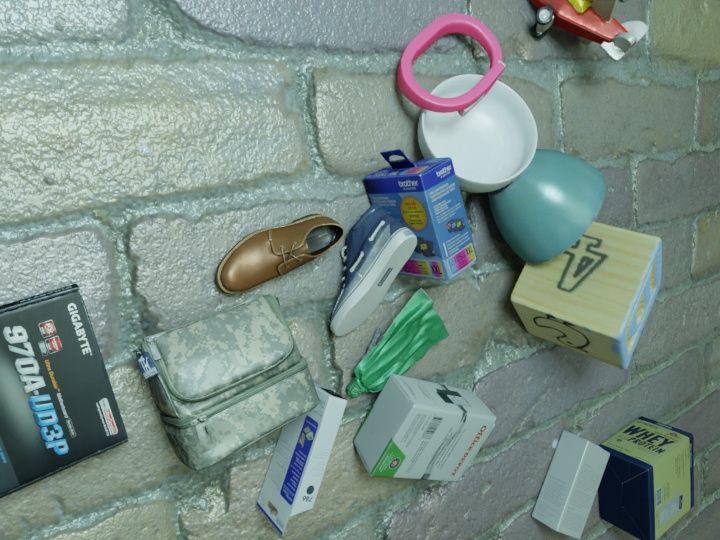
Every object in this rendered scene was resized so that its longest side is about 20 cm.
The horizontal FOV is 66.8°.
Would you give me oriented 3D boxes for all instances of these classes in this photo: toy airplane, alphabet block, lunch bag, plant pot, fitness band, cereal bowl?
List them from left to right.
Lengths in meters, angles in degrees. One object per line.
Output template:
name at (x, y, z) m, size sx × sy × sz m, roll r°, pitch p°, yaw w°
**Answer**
lunch bag at (-0.174, 0.136, 0.713) m, size 0.198 × 0.139 × 0.170 m, roll -22°, pitch 92°, yaw -30°
fitness band at (0.146, -0.330, 0.874) m, size 0.143 × 0.037 × 0.200 m, roll 41°, pitch 69°, yaw 5°
cereal bowl at (0.185, -0.216, 0.906) m, size 0.196 × 0.083 × 0.203 m, roll 3°, pitch 71°, yaw -8°
plant pot at (0.305, -0.135, 0.965) m, size 0.134 × 0.200 × 0.202 m, roll 33°, pitch 78°, yaw -17°
alphabet block at (0.424, 0.036, 1.020) m, size 0.198 × 0.198 × 0.195 m, roll -60°, pitch 143°, yaw -12°
toy airplane at (0.425, -0.471, 0.984) m, size 0.197 × 0.200 × 0.143 m, roll 21°, pitch 97°, yaw -34°

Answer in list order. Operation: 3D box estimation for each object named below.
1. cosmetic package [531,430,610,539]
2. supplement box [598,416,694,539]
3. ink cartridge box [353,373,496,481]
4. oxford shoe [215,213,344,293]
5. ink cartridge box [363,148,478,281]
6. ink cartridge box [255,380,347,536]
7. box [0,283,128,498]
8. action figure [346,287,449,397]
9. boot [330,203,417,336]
cosmetic package at (0.469, 0.475, 1.215) m, size 0.101 × 0.071 × 0.202 m, roll 31°, pitch 79°, yaw -32°
supplement box at (0.696, 0.503, 1.332) m, size 0.197 × 0.134 × 0.203 m, roll -16°, pitch 105°, yaw -31°
ink cartridge box at (0.110, 0.269, 0.919) m, size 0.198 × 0.083 × 0.148 m, roll 19°, pitch 107°, yaw -34°
oxford shoe at (-0.110, -0.027, 0.767) m, size 0.199 × 0.071 × 0.072 m, roll -31°, pitch 114°, yaw -25°
ink cartridge box at (0.088, -0.094, 0.848) m, size 0.076 × 0.136 × 0.203 m, roll -29°, pitch 111°, yaw -32°
ink cartridge box at (-0.088, 0.269, 0.803) m, size 0.039 × 0.099 × 0.203 m, roll 23°, pitch 84°, yaw -34°
box at (-0.376, 0.135, 0.625) m, size 0.157 × 0.046 × 0.203 m, roll -19°, pitch 106°, yaw -30°
action figure at (0.051, 0.134, 0.904) m, size 0.200 × 0.055 × 0.119 m, roll -43°, pitch 119°, yaw -14°
boot at (0.000, 0.000, 0.850) m, size 0.201 × 0.090 × 0.072 m, roll -53°, pitch 150°, yaw 13°
